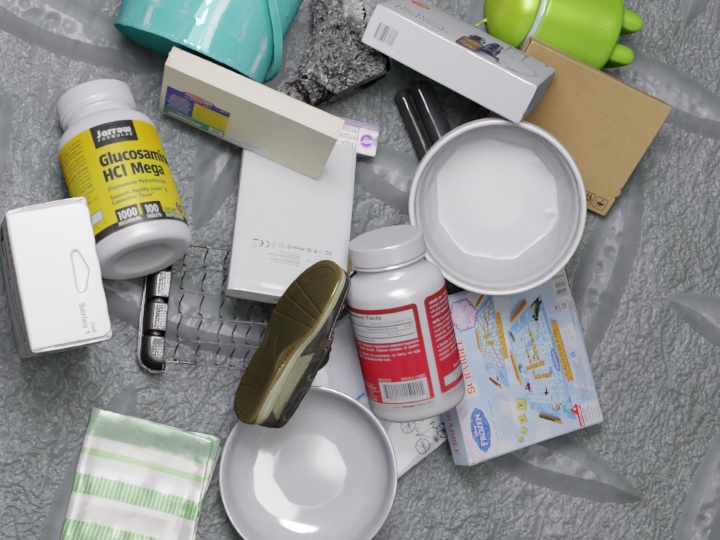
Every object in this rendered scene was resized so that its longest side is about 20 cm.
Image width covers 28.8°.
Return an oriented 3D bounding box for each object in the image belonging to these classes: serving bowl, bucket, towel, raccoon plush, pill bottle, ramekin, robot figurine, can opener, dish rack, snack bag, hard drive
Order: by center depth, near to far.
[{"bbox_3d":[-0.263,-0.101,1.521,0.112,0.113,0.201,-15,71,-18],"label":"pill bottle"},{"bbox_3d":[-0.164,-0.294,1.542,0.207,0.207,0.135,22,89,-14],"label":"bucket"},{"bbox_3d":[0.046,0.057,1.557,0.112,0.112,0.201,-17,107,-18],"label":"pill bottle"},{"bbox_3d":[-0.248,0.267,1.559,0.152,0.023,0.201,15,81,-15],"label":"towel"},{"bbox_3d":[-0.145,0.045,1.581,0.199,0.055,0.154,6,81,-12],"label":"dish rack"},{"bbox_3d":[-0.076,-0.057,1.583,0.131,0.026,0.201,10,65,-12],"label":"hard drive"},{"bbox_3d":[-0.058,0.228,1.586,0.199,0.066,0.201,0,89,1],"label":"serving bowl"},{"bbox_3d":[-0.049,-0.263,1.600,0.200,0.097,0.134,-26,90,-53],"label":"raccoon plush"},{"bbox_3d":[0.155,-0.078,1.609,0.199,0.105,0.201,1,100,3],"label":"ramekin"},{"bbox_3d":[0.034,0.129,1.659,0.188,0.021,0.200,-35,96,-16],"label":"snack bag"},{"bbox_3d":[0.109,-0.134,1.698,0.067,0.053,0.201,-25,93,-50],"label":"can opener"},{"bbox_3d":[0.239,-0.306,1.709,0.199,0.116,0.176,15,92,-15],"label":"robot figurine"}]

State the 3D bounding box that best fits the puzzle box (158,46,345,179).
[{"bbox_3d":[-0.122,-0.169,1.529,0.199,0.133,0.025,24,72,-5],"label":"puzzle box"}]

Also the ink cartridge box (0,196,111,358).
[{"bbox_3d":[-0.323,0.012,1.464,0.084,0.200,0.145,-11,88,-18],"label":"ink cartridge box"}]

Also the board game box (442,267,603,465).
[{"bbox_3d":[0.180,0.111,1.681,0.199,0.041,0.201,-13,89,-27],"label":"board game box"}]

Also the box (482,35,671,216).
[{"bbox_3d":[0.253,-0.172,1.706,0.199,0.021,0.164,23,115,-14],"label":"box"}]

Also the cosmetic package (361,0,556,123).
[{"bbox_3d":[0.115,-0.244,1.592,0.200,0.151,0.052,29,109,7],"label":"cosmetic package"}]

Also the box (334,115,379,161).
[{"bbox_3d":[-0.078,-0.169,1.639,0.199,0.041,0.039,12,83,-17],"label":"box"}]

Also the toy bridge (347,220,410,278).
[{"bbox_3d":[0.000,0.000,1.633,0.200,0.067,0.027,-39,67,-15],"label":"toy bridge"}]

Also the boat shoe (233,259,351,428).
[{"bbox_3d":[-0.065,0.083,1.525,0.066,0.072,0.201,24,99,-43],"label":"boat shoe"}]
